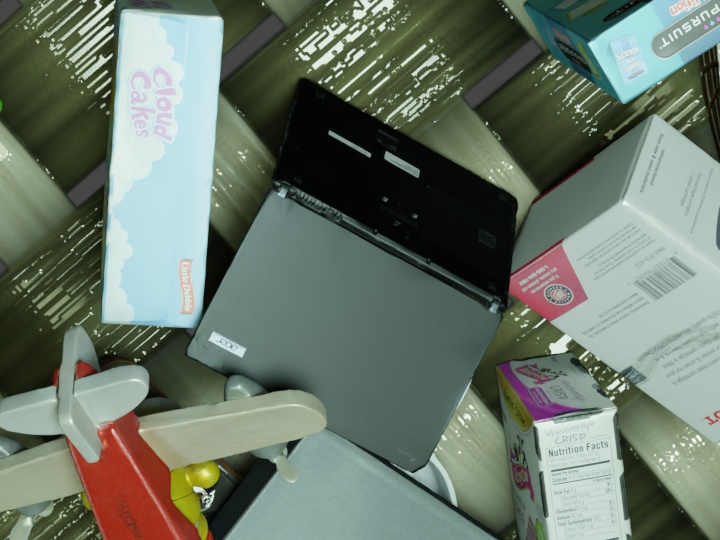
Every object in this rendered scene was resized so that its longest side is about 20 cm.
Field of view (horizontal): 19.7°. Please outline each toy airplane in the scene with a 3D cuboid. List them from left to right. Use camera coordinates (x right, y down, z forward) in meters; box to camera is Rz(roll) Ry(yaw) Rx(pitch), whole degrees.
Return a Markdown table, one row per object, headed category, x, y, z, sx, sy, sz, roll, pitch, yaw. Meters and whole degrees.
| category | x | y | z | sx | sy | sz | roll | pitch | yaw |
| --- | --- | --- | --- | --- | --- | --- | --- | --- | --- |
| toy airplane | -0.144 | 0.117 | 1.302 | 0.199 | 0.141 | 0.200 | 25 | 118 | -6 |

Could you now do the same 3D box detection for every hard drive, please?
| category | x | y | z | sx | sy | sz | roll | pitch | yaw |
| --- | --- | --- | --- | --- | --- | --- | --- | --- | --- |
| hard drive | -0.004 | 0.199 | 1.411 | 0.200 | 0.033 | 0.140 | 35 | 95 | -27 |

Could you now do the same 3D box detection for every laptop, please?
| category | x | y | z | sx | sy | sz | roll | pitch | yaw |
| --- | --- | --- | --- | --- | --- | --- | --- | --- | --- |
| laptop | 0.000 | 0.000 | 1.364 | 0.176 | 0.201 | 0.103 | 28 | 126 | -13 |

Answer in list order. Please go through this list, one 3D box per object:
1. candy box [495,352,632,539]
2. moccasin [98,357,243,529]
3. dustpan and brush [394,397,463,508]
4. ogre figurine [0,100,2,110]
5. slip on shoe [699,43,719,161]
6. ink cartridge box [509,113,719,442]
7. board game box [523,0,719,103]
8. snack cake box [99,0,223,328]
| category | x | y | z | sx | sy | sz | roll | pitch | yaw |
| --- | --- | --- | --- | --- | --- | --- | --- | --- | --- |
| candy box | 0.144 | 0.172 | 1.425 | 0.061 | 0.136 | 0.202 | -9 | 104 | -5 |
| moccasin | -0.130 | 0.148 | 1.423 | 0.074 | 0.078 | 0.202 | -43 | 101 | -11 |
| dustpan and brush | 0.025 | 0.140 | 1.441 | 0.139 | 0.057 | 0.201 | 26 | 99 | -12 |
| ogre figurine | -0.299 | -0.066 | 1.340 | 0.119 | 0.098 | 0.201 | -3 | 120 | -24 |
| slip on shoe | 0.274 | -0.092 | 1.407 | 0.060 | 0.076 | 0.201 | -13 | 108 | 2 |
| ink cartridge box | 0.218 | 0.010 | 1.386 | 0.199 | 0.145 | 0.085 | 35 | 53 | -14 |
| board game box | 0.195 | -0.179 | 1.313 | 0.150 | 0.200 | 0.047 | -33 | 105 | 2 |
| snack cake box | -0.131 | -0.074 | 1.343 | 0.067 | 0.115 | 0.202 | 3 | 103 | -7 |
